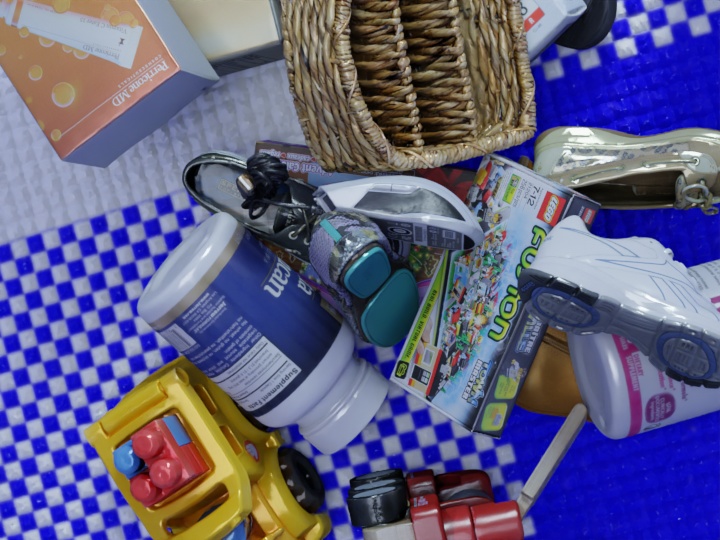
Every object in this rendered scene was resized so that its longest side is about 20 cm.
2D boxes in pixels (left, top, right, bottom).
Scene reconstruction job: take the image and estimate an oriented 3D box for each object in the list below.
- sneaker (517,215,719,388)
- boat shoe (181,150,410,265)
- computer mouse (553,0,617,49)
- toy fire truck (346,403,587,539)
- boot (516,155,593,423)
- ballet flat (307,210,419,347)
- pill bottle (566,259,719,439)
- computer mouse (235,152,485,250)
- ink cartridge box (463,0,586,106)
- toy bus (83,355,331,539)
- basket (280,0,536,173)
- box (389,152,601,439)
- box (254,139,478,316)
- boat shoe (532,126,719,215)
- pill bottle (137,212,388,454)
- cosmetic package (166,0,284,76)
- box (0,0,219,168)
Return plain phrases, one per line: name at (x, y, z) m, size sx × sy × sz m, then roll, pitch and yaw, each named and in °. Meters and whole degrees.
sneaker at (0.219, 0.019, 1.522) m, size 0.199 × 0.075 × 0.087 m, roll 25°, pitch 56°, yaw 1°
boat shoe at (-0.057, -0.044, 1.694) m, size 0.199 × 0.057 × 0.069 m, roll 22°, pitch 98°, yaw 12°
computer mouse at (0.135, -0.274, 1.674) m, size 0.199 × 0.046 × 0.141 m, roll 28°, pitch 116°, yaw 19°
toy fire truck at (0.092, 0.185, 1.661) m, size 0.199 × 0.176 × 0.129 m, roll -11°, pitch 91°, yaw 1°
boot at (0.168, 0.018, 1.688) m, size 0.143 × 0.071 × 0.202 m, roll 13°, pitch 89°, yaw 0°
ballet flat at (0.000, 0.000, 1.625) m, size 0.072 × 0.200 × 0.072 m, roll -4°, pitch 70°, yaw 10°
pill bottle at (0.271, 0.052, 1.609) m, size 0.199 × 0.113 × 0.114 m, roll -16°, pitch 90°, yaw -8°
computer mouse at (0.002, -0.056, 1.610) m, size 0.199 × 0.110 × 0.044 m, roll 10°, pitch 75°, yaw 3°
ink cartridge box at (0.063, -0.234, 1.671) m, size 0.200 × 0.050 × 0.162 m, roll 49°, pitch 124°, yaw 3°
toy bus at (-0.133, 0.173, 1.700) m, size 0.135 × 0.192 × 0.200 m, roll -33°, pitch 87°, yaw 12°
basket at (0.034, -0.180, 1.596) m, size 0.148 × 0.143 × 0.201 m, roll 1°, pitch 106°, yaw 33°
box at (0.104, 0.018, 1.618) m, size 0.110 × 0.035 × 0.201 m, roll 30°, pitch 100°, yaw 48°
box at (0.002, -0.029, 1.730) m, size 0.199 × 0.039 × 0.138 m, roll 8°, pitch 96°, yaw 13°
boat shoe at (0.235, -0.070, 1.643) m, size 0.199 × 0.073 × 0.063 m, roll 2°, pitch 57°, yaw 13°
pill bottle at (-0.075, 0.056, 1.683) m, size 0.200 × 0.111 × 0.111 m, roll 42°, pitch 102°, yaw -14°
cosmetic package at (-0.152, -0.194, 1.725) m, size 0.199 × 0.105 × 0.071 m, roll -14°, pitch 89°, yaw 13°
box at (-0.225, -0.199, 1.641) m, size 0.124 × 0.097 × 0.200 m, roll -36°, pitch 82°, yaw 11°
